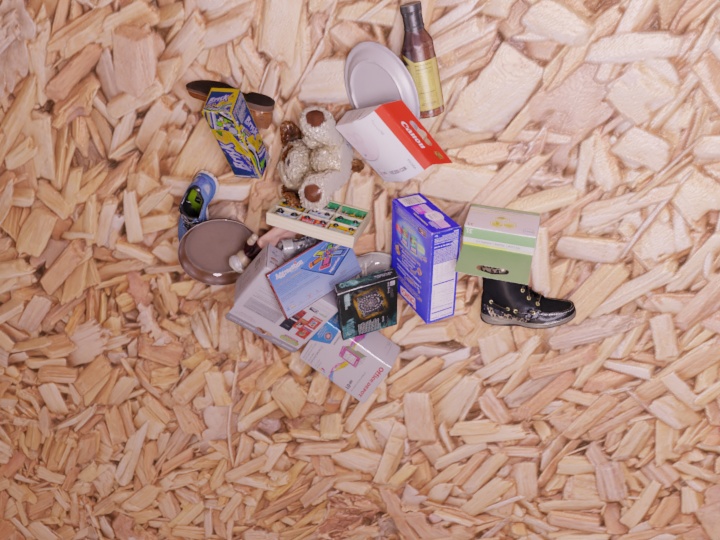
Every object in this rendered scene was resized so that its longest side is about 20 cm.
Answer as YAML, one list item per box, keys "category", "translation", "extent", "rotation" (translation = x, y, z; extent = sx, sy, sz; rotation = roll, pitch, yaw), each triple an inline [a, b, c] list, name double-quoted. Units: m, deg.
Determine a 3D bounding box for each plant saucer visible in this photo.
- category: "plant saucer"
  translation: [-0.324, -0.048, 1.639]
  extent: [0.194, 0.033, 0.204]
  rotation: [-7, 135, -7]

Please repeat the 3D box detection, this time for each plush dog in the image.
- category: "plush dog"
  translation: [-0.099, -0.222, 1.457]
  extent: [0.168, 0.159, 0.207]
  rotation: [2, 92, 35]

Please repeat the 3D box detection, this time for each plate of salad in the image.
- category: "plate of salad"
  translation: [0.045, -0.338, 1.348]
  extent: [0.198, 0.048, 0.203]
  rotation: [36, 145, 30]

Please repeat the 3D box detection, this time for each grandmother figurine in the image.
- category: "grandmother figurine"
  translation: [-0.216, -0.058, 1.599]
  extent: [0.197, 0.062, 0.121]
  rotation: [-32, 140, 20]

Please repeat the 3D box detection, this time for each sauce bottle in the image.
- category: "sauce bottle"
  translation: [0.111, -0.387, 1.308]
  extent: [0.064, 0.066, 0.205]
  rotation: [-3, 115, 22]

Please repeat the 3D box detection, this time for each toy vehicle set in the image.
- category: "toy vehicle set"
  translation: [-0.086, -0.113, 1.500]
  extent: [0.195, 0.125, 0.027]
  rotation: [16, 124, 11]

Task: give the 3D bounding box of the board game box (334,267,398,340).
- category: "board game box"
  translation: [0.015, 0.075, 1.523]
  extent: [0.131, 0.029, 0.202]
  rotation: [-15, 147, -8]

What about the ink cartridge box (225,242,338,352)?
- category: "ink cartridge box"
  translation: [-0.174, 0.067, 1.560]
  extent: [0.198, 0.085, 0.175]
  rotation: [31, 121, -26]

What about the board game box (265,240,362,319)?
- category: "board game box"
  translation: [-0.096, 0.005, 1.487]
  extent: [0.019, 0.197, 0.105]
  rotation: [11, 129, 61]

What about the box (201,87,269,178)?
- category: "box"
  translation: [-0.252, -0.278, 1.454]
  extent: [0.068, 0.066, 0.202]
  rotation: [6, 149, 16]

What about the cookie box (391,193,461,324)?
- category: "cookie box"
  translation: [0.128, -0.026, 1.441]
  extent: [0.073, 0.171, 0.205]
  rotation: [-12, 123, -21]

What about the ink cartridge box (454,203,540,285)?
- category: "ink cartridge box"
  translation: [0.264, -0.056, 1.353]
  extent: [0.141, 0.201, 0.049]
  rotation: [10, 122, 14]

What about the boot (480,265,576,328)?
- category: "boot"
  translation: [0.338, 0.035, 1.455]
  extent: [0.198, 0.074, 0.158]
  rotation: [-1, 116, 21]

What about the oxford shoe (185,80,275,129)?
- category: "oxford shoe"
  translation: [-0.276, -0.343, 1.476]
  extent: [0.195, 0.072, 0.073]
  rotation: [20, 129, 7]

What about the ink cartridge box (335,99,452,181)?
- category: "ink cartridge box"
  translation: [0.059, -0.238, 1.334]
  extent: [0.162, 0.058, 0.199]
  rotation: [44, 168, -26]

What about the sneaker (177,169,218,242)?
- category: "sneaker"
  translation: [-0.391, -0.131, 1.626]
  extent: [0.077, 0.090, 0.203]
  rotation: [26, 124, 5]

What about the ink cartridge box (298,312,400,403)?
- category: "ink cartridge box"
  translation: [-0.025, 0.195, 1.677]
  extent: [0.197, 0.085, 0.146]
  rotation: [34, 124, -2]

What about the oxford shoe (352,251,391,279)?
- category: "oxford shoe"
  translation: [0.000, 0.000, 1.573]
  extent: [0.194, 0.058, 0.077]
  rotation: [2, 118, 18]

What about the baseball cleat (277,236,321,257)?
- category: "baseball cleat"
  translation: [-0.113, -0.052, 1.551]
  extent: [0.199, 0.071, 0.105]
  rotation: [-40, 138, 23]
